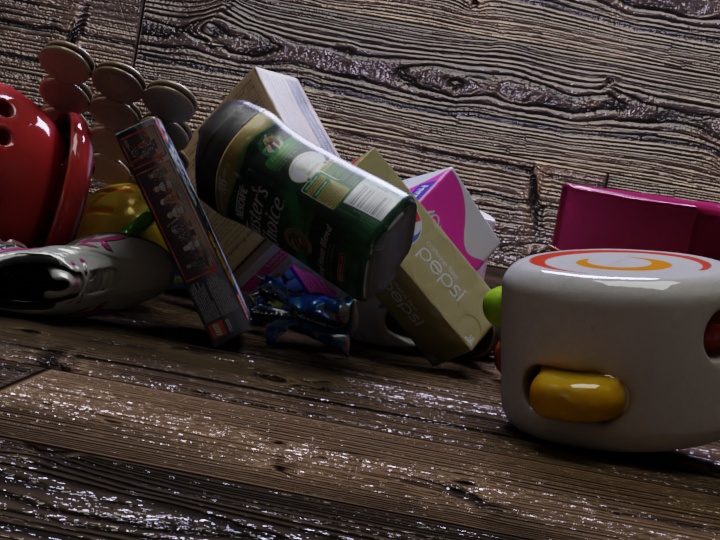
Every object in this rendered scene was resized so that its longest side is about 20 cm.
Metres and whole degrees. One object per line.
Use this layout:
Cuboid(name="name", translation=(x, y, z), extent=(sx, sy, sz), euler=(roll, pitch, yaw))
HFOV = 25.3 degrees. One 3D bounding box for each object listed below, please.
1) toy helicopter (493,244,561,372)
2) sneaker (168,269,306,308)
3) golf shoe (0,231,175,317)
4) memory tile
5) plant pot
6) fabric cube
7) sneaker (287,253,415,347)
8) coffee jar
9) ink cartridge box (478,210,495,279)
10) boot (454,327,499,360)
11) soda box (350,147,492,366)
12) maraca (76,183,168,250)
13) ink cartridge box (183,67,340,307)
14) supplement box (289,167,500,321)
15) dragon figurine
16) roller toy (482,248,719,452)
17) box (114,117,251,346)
Cuboid(name="toy helicopter", translation=(0.225, 0.053, 1.482), extent=(0.199, 0.133, 0.079), euler=(10, 3, -9))
Cuboid(name="sneaker", translation=(-0.143, -0.001, 1.767), extent=(0.199, 0.071, 0.083), euler=(8, 9, 14))
Cuboid(name="golf shoe", translation=(-0.246, 0.011, 1.369), extent=(0.199, 0.073, 0.092), euler=(-3, 16, -28))
Cuboid(name="memory tile", translation=(-0.233, -0.138, 1.521), extent=(0.153, 0.017, 0.200), euler=(20, -31, -2))
Cuboid(name="plant pot", translation=(-0.350, -0.077, 1.457), extent=(0.182, 0.201, 0.200), euler=(17, 1, -22))
Cuboid(name="fabric cube", translation=(0.328, 0.024, 1.669), extent=(0.199, 0.201, 0.196), euler=(7, 6, -36))
Cuboid(name="sneaker", translation=(0.000, 0.000, 1.537), extent=(0.088, 0.075, 0.200), euler=(20, -27, 47))
Cuboid(name="coffee jar", translation=(-0.053, -0.064, 1.394), extent=(0.200, 0.085, 0.104), euler=(32, -31, 18))
Cuboid(name="ink cartridge box", translation=(0.040, -0.010, 1.813), extent=(0.199, 0.147, 0.084), euler=(9, 7, -10))
Cuboid(name="boot", translation=(0.122, 0.054, 1.639), extent=(0.097, 0.075, 0.200), euler=(5, 4, -23))
Cuboid(name="soda box", translation=(0.041, -0.011, 1.487), extent=(0.068, 0.200, 0.064), euler=(-46, 10, -36))
Cuboid(name="maraca", translation=(-0.234, -0.024, 1.527), extent=(0.107, 0.137, 0.200), euler=(47, 5, -6))
Cuboid(name="ink cartridge box", translation=(-0.115, -0.079, 1.636), extent=(0.075, 0.200, 0.165), euler=(8, 47, -51))
Cuboid(name="supplement box", translation=(0.028, -0.022, 1.649), extent=(0.200, 0.104, 0.101), euler=(-11, 28, 49))
Cuboid(name="dragon figurine", translation=(-0.056, 0.040, 1.470), extent=(0.099, 0.059, 0.200), euler=(9, 3, -8))
Cuboid(name="roller toy", translation=(0.197, 0.063, 1.207), extent=(0.182, 0.140, 0.200), euler=(-2, 8, -11))
Cuboid(name="box", translation=(-0.154, -0.037, 1.418), extent=(0.040, 0.201, 0.137), euler=(-24, 7, -1))
